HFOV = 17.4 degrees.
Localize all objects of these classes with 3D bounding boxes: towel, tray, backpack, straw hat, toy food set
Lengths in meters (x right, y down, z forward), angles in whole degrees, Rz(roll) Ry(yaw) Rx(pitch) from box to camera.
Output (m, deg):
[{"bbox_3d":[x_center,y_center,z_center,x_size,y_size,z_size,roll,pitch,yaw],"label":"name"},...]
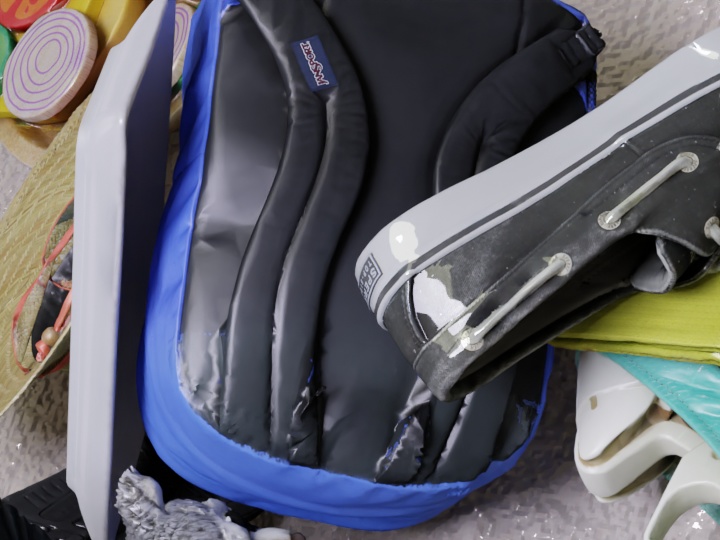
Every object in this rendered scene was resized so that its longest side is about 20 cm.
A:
[{"bbox_3d":[0.145,-0.044,0.857,0.086,0.018,0.200,3,48,46],"label":"towel"},{"bbox_3d":[-0.093,0.001,0.894,0.022,0.200,0.107,8,34,2],"label":"tray"},{"bbox_3d":[0.000,0.000,0.906,0.168,0.162,0.200,121,157,-68],"label":"backpack"},{"bbox_3d":[-0.107,0.013,1.044,0.201,0.085,0.201,-49,25,31],"label":"straw hat"},{"bbox_3d":[-0.121,-0.136,1.174,0.200,0.049,0.198,5,70,43],"label":"toy food set"}]

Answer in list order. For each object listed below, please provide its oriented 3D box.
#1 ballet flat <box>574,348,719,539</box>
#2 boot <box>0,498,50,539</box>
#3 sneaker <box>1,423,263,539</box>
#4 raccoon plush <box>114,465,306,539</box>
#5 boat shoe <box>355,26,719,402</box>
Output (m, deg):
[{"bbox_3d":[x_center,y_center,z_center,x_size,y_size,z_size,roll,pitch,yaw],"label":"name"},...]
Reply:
[{"bbox_3d":[0.116,0.065,0.823,0.070,0.067,0.200,-33,44,-14],"label":"ballet flat"},{"bbox_3d":[-0.139,0.180,0.825,0.162,0.198,0.073,-43,11,23],"label":"boot"},{"bbox_3d":[-0.116,0.134,0.966,0.060,0.200,0.104,37,133,35],"label":"sneaker"},{"bbox_3d":[-0.084,0.167,0.902,0.200,0.134,0.097,-48,44,10],"label":"raccoon plush"},{"bbox_3d":[0.098,-0.021,0.804,0.200,0.071,0.064,-31,64,-6],"label":"boat shoe"}]
